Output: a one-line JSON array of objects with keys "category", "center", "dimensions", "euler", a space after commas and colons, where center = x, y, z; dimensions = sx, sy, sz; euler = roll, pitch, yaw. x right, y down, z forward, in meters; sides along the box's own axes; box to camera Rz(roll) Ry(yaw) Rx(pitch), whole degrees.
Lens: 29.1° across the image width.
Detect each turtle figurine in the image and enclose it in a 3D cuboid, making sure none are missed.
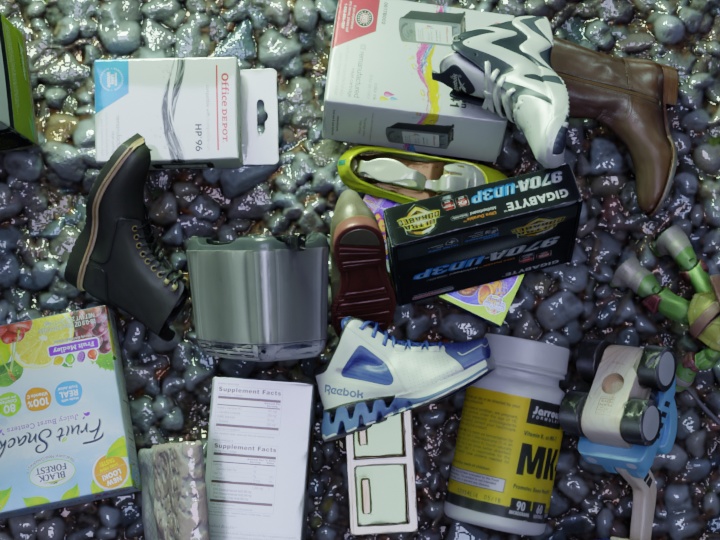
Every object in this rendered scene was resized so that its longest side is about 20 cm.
[{"category": "turtle figurine", "center": [0.376, 0.061, 1.529], "dimensions": [0.144, 0.199, 0.194], "euler": [-48, 65, 20]}]

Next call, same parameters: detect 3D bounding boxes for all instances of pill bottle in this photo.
[{"category": "pill bottle", "center": [0.162, 0.175, 1.497], "dimensions": [0.113, 0.114, 0.202], "euler": [11, 86, 0]}]

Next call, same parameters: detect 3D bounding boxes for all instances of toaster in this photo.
[{"category": "toaster", "center": [-0.103, 0.026, 1.474], "dimensions": [0.113, 0.199, 0.131], "euler": [-5, 93, -38]}]

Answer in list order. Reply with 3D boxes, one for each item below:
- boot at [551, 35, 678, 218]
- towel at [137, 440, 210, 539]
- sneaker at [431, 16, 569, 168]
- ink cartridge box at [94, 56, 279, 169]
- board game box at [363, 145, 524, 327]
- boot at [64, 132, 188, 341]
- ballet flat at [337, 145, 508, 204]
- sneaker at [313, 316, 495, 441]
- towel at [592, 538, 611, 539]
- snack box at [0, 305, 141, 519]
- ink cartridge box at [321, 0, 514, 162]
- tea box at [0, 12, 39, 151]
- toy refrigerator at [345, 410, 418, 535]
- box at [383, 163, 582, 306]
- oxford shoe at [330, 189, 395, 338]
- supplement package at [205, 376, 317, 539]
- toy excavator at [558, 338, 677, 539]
[{"category": "boot", "center": [0.248, -0.163, 1.528], "dimensions": [0.198, 0.064, 0.188], "euler": [11, 72, -15]}, {"category": "towel", "center": [-0.193, 0.280, 1.450], "dimensions": [0.032, 0.191, 0.202], "euler": [-3, 84, -23]}, {"category": "sneaker", "center": [0.139, -0.180, 1.413], "dimensions": [0.128, 0.080, 0.201], "euler": [-3, 56, -2]}, {"category": "ink cartridge box", "center": [-0.191, -0.174, 1.541], "dimensions": [0.198, 0.068, 0.117], "euler": [-2, 86, -1]}, {"category": "board game box", "center": [0.093, -0.040, 1.546], "dimensions": [0.199, 0.045, 0.135], "euler": [25, 86, 1]}, {"category": "boot", "center": [-0.226, -0.034, 1.489], "dimensions": [0.138, 0.077, 0.201], "euler": [33, 127, 11]}, {"category": "ballet flat", "center": [0.072, -0.095, 1.494], "dimensions": [0.198, 0.067, 0.068], "euler": [11, 85, 0]}, {"category": "sneaker", "center": [0.033, 0.092, 1.446], "dimensions": [0.198, 0.081, 0.116], "euler": [-22, 82, 8]}, {"category": "towel", "center": [0.189, 0.375, 1.504], "dimensions": [0.198, 0.050, 0.149], "euler": [-10, 88, 7]}, {"category": "snack box", "center": [-0.336, 0.154, 1.504], "dimensions": [0.167, 0.068, 0.202], "euler": [-12, 79, -2]}, {"category": "ink cartridge box", "center": [0.064, -0.212, 1.519], "dimensions": [0.198, 0.086, 0.149], "euler": [6, 64, 1]}, {"category": "tea box", "center": [-0.466, -0.193, 1.474], "dimensions": [0.198, 0.197, 0.135], "euler": [-8, 87, -2]}, {"category": "toy refrigerator", "center": [0.020, 0.183, 1.517], "dimensions": [0.075, 0.070, 0.202], "euler": [-2, 86, -1]}, {"category": "box", "center": [0.125, -0.035, 1.442], "dimensions": [0.198, 0.159, 0.046], "euler": [-14, 67, -2]}, {"category": "oxford shoe", "center": [0.000, 0.000, 1.495], "dimensions": [0.070, 0.201, 0.075], "euler": [-4, 46, -7]}, {"category": "supplement package", "center": [-0.108, 0.217, 1.491], "dimensions": [0.108, 0.114, 0.202], "euler": [4, 87, 1]}, {"category": "toy excavator", "center": [0.295, 0.197, 1.493], "dimensions": [0.099, 0.200, 0.196], "euler": [3, 58, 38]}]
